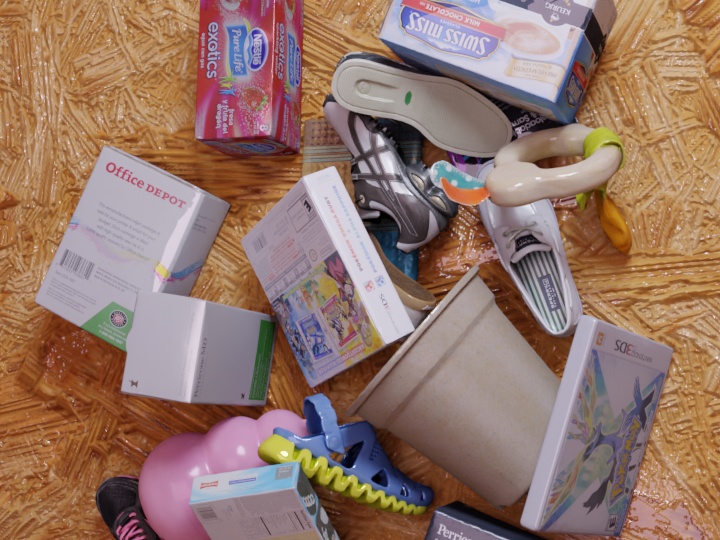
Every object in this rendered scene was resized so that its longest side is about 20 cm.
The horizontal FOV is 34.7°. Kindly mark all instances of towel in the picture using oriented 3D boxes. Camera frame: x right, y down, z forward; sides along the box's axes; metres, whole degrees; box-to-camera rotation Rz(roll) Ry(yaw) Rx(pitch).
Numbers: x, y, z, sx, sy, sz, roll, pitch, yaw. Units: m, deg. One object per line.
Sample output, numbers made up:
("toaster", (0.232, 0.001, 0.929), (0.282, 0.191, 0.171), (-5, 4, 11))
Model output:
("towel", (-0.002, -0.072, 1.292), (0.145, 0.022, 0.203), (1, 83, 17))

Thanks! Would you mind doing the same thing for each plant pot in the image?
("plant pot", (0.117, 0.130, 1.159), (0.183, 0.200, 0.201), (42, 96, 5))

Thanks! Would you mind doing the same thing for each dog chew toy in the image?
("dog chew toy", (-0.139, 0.217, 1.252), (0.198, 0.125, 0.126), (-26, 77, 5))

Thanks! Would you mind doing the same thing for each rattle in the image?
("rattle", (0.170, -0.061, 1.155), (0.199, 0.144, 0.130), (-27, 47, -22))

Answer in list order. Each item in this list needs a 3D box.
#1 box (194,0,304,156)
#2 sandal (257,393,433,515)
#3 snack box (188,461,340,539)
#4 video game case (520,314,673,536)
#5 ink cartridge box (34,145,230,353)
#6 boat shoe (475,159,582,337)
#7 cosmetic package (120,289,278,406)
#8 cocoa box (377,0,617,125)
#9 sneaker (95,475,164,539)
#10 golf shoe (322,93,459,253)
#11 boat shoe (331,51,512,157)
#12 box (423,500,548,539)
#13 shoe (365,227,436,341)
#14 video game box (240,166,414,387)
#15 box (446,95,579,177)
("box", (-0.123, -0.237, 1.305), (0.094, 0.100, 0.203), (-1, 83, 16))
("sandal", (-0.004, 0.194, 1.200), (0.199, 0.079, 0.088), (29, 72, -20))
("snack box", (-0.086, 0.282, 1.198), (0.115, 0.201, 0.037), (-11, 39, 15))
("video game case", (0.233, 0.156, 1.114), (0.022, 0.182, 0.202), (16, 88, 40))
("ink cartridge box", (-0.262, -0.022, 1.330), (0.144, 0.087, 0.202), (25, 93, 17))
("boat shoe", (0.178, -0.026, 1.192), (0.073, 0.067, 0.201), (-29, 86, 12))
("cosmetic package", (-0.167, 0.087, 1.229), (0.084, 0.200, 0.109), (7, 87, 17))
("cocoa box", (0.141, -0.249, 1.172), (0.198, 0.133, 0.132), (23, 93, 17))
("sneaker", (-0.233, 0.308, 1.280), (0.200, 0.095, 0.079), (44, 99, 18))
("golf shoe", (0.013, -0.106, 1.241), (0.095, 0.078, 0.200), (-46, 71, 7))
("boat shoe", (0.067, -0.179, 1.210), (0.198, 0.068, 0.072), (20, 110, -6))
("box", (0.141, 0.362, 1.150), (0.195, 0.117, 0.202), (18, 88, 18))
("shoe", (0.000, 0.000, 1.221), (0.200, 0.069, 0.054), (44, 120, 37))
("video game box", (-0.040, 0.013, 1.193), (0.046, 0.200, 0.184), (-21, 83, -29))
("box", (0.137, -0.207, 1.257), (0.142, 0.036, 0.202), (-26, 76, 13))
